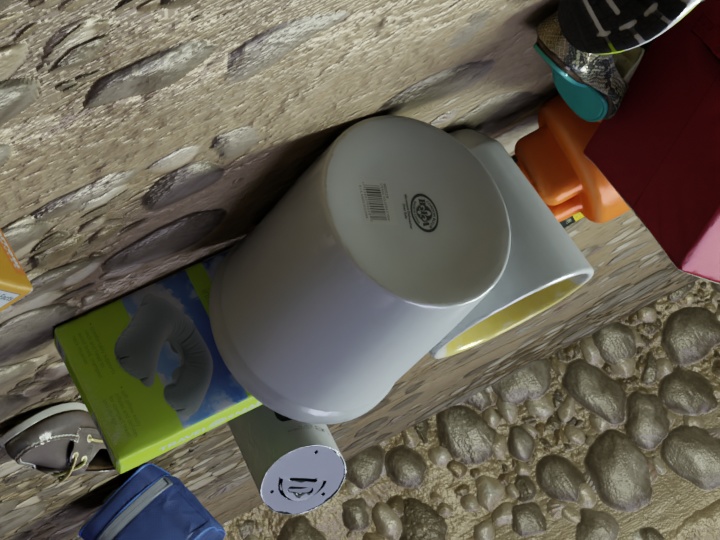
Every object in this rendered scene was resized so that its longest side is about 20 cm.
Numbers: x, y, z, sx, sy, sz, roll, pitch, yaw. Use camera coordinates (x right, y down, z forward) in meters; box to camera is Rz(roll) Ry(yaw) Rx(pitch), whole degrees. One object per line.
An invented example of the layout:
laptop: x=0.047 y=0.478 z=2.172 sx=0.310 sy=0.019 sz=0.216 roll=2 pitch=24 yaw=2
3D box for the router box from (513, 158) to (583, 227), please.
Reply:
router box: x=0.199 y=-0.086 z=1.861 sx=0.156 sy=0.053 sz=0.200 roll=-29 pitch=170 yaw=6

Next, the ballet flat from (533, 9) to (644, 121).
ballet flat: x=0.178 y=-0.162 z=1.446 sx=0.075 sy=0.068 sz=0.200 roll=-45 pitch=166 yaw=4

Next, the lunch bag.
lunch bag: x=-0.262 y=0.321 z=2.409 sx=0.136 sy=0.132 sz=0.200 roll=-43 pitch=170 yaw=-7

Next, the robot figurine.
robot figurine: x=0.229 y=-0.116 z=1.632 sx=0.199 sy=0.145 sz=0.117 roll=-27 pitch=-150 yaw=-4

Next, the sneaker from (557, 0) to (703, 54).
sneaker: x=0.225 y=-0.209 z=1.309 sx=0.199 sy=0.074 sz=0.081 roll=-30 pitch=172 yaw=19

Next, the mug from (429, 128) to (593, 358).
mug: x=0.083 y=-0.022 z=1.597 sx=0.149 sy=0.154 sz=0.187 roll=-22 pitch=168 yaw=-31

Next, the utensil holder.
utensil holder: x=0.000 y=0.000 z=1.459 sx=0.169 sy=0.171 sz=0.200 roll=-20 pitch=165 yaw=-37

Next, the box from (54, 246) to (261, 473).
box: x=-0.130 y=0.063 z=1.543 sx=0.199 sy=0.123 sz=0.048 roll=-25 pitch=168 yaw=-15

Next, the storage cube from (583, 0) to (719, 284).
storage cube: x=0.316 y=-0.096 z=1.496 sx=0.199 sy=0.171 sz=0.180 roll=17 pitch=116 yaw=-35

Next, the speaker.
speaker: x=-0.081 y=0.123 z=1.718 sx=0.081 sy=0.200 sz=0.082 roll=-12 pitch=130 yaw=-15

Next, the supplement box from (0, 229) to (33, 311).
supplement box: x=-0.252 y=-0.008 z=1.054 sx=0.069 sy=0.067 sz=0.200 roll=-32 pitch=170 yaw=5

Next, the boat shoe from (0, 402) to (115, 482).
boat shoe: x=-0.275 y=0.166 z=1.828 sx=0.072 sy=0.060 sz=0.200 roll=-30 pitch=169 yaw=13
